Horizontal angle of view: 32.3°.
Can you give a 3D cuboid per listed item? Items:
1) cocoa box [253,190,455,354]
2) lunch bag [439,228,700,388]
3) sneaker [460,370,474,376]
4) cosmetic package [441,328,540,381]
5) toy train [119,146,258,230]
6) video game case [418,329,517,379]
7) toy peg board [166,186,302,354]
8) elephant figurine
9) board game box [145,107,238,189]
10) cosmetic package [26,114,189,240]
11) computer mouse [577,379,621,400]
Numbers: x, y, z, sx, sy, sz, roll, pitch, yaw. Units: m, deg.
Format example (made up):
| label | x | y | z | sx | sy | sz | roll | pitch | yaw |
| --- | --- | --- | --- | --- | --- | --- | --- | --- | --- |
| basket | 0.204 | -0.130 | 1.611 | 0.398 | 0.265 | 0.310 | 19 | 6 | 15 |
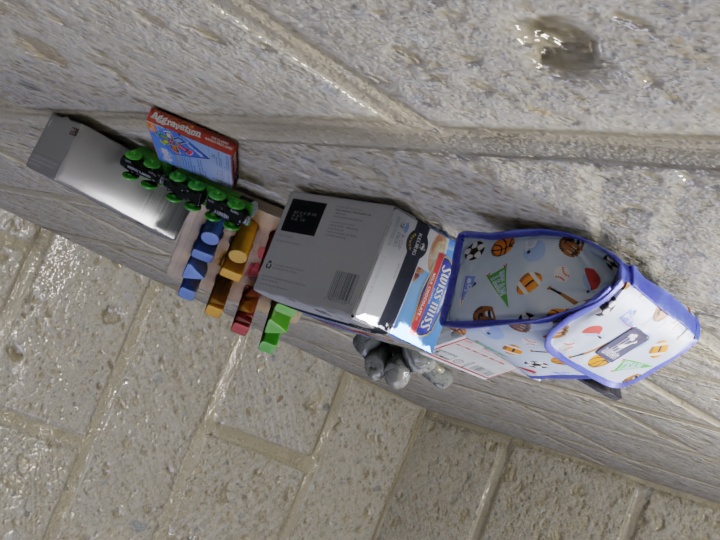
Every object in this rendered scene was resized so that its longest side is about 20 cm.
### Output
| label | x | y | z | sx | sy | sz | roll | pitch | yaw |
| --- | --- | --- | --- | --- | --- | --- | --- | --- | --- |
| cocoa box | 0.000 | 0.000 | 1.426 | 0.131 | 0.134 | 0.199 | 28 | 171 | -38 |
| lunch bag | 0.206 | 0.038 | 1.209 | 0.199 | 0.125 | 0.170 | -4 | 157 | 40 |
| sneaker | 0.163 | 0.113 | 1.803 | 0.074 | 0.080 | 0.200 | 8 | 176 | 31 |
| cosmetic package | 0.158 | 0.072 | 1.654 | 0.199 | 0.083 | 0.051 | 19 | 169 | 18 |
| toy train | -0.213 | -0.105 | 1.559 | 0.199 | 0.042 | 0.056 | 26 | -152 | 20 |
| video game case | 0.190 | 0.084 | 1.520 | 0.199 | 0.018 | 0.143 | -22 | 148 | 36 |
| toy peg board | -0.154 | 0.007 | 1.657 | 0.198 | 0.098 | 0.200 | 21 | 139 | -8 |
| elephant figurine | 0.089 | 0.096 | 1.872 | 0.200 | 0.155 | 0.142 | -10 | -121 | -54 |
| board game box | -0.192 | -0.139 | 1.446 | 0.102 | 0.020 | 0.200 | 21 | 172 | -3 |
| cosmetic package | -0.328 | -0.123 | 1.652 | 0.199 | 0.091 | 0.107 | 26 | 177 | -37 |
| computer mouse | 0.275 | 0.111 | 1.734 | 0.200 | 0.046 | 0.140 | 31 | -178 | 35 |
